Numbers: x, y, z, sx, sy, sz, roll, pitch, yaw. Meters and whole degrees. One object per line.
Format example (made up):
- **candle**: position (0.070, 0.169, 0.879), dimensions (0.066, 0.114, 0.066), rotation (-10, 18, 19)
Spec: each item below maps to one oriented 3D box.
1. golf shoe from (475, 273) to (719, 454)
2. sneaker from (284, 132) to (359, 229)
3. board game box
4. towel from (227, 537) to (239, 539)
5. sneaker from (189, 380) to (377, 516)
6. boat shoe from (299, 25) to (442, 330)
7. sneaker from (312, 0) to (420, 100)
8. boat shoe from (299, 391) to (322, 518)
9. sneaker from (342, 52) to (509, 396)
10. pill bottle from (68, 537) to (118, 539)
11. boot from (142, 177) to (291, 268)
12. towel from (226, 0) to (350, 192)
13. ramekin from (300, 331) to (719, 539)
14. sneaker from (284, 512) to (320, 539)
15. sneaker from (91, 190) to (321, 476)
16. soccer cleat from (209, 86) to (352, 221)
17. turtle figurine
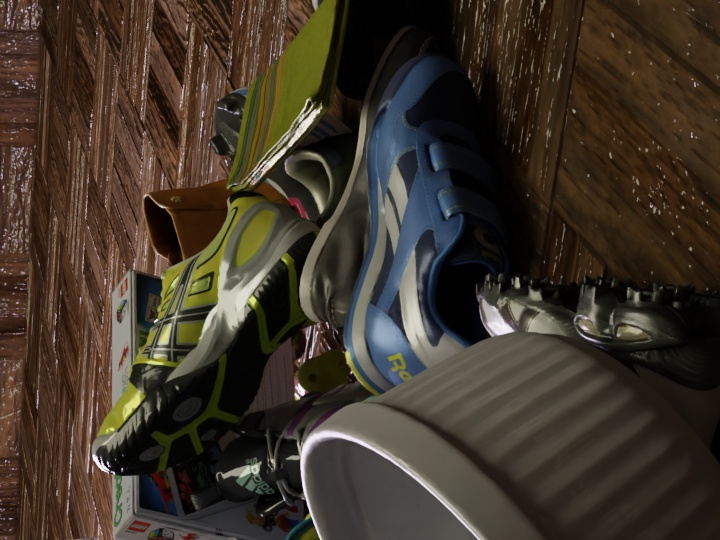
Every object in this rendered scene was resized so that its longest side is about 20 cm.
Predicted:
- **golf shoe**: position (0.103, 0.049, 0.883), dimensions (0.200, 0.078, 0.095), rotation (-165, 75, -75)
- **sneaker**: position (0.000, 0.000, 1.207), dimensions (0.067, 0.090, 0.200), rotation (110, 155, -57)
- **board game box**: position (-0.103, 0.099, 1.300), dimensions (0.035, 0.126, 0.200), rotation (-49, 34, 40)
- **towel**: position (0.005, 0.238, 1.063), dimensions (0.200, 0.023, 0.153), rotation (40, 166, 33)
- **sneaker**: position (-0.037, 0.122, 1.188), dimensions (0.200, 0.140, 0.078), rotation (-134, 28, -87)
- **boat shoe**: position (0.024, -0.053, 1.155), dimensions (0.067, 0.057, 0.200), rotation (52, -128, -56)
- **sneaker**: position (0.013, -0.169, 1.206), dimensions (0.200, 0.070, 0.100), rotation (106, 161, -68)
- **boat shoe**: position (-0.019, 0.161, 1.312), dimensions (0.200, 0.071, 0.064), rotation (-114, 33, -49)
- **sneaker**: position (0.048, -0.028, 1.082), dimensions (0.082, 0.074, 0.200), rotation (-11, 68, 45)
- **pill bottle**: position (-0.112, 0.224, 1.392), dimensions (0.112, 0.200, 0.112), rotation (177, 90, -71)
- **boot**: position (-0.088, -0.055, 1.422), dimensions (0.201, 0.144, 0.071), rotation (-114, 29, -55)
- **towel**: position (-0.047, -0.113, 1.233), dimensions (0.200, 0.018, 0.086), rotation (143, 137, -68)
- **ramekin**: position (0.077, 0.120, 0.802), dimensions (0.200, 0.105, 0.200), rotation (45, 156, 26)
- **sneaker**: position (0.016, 0.189, 1.087), dimensions (0.080, 0.130, 0.200), rotation (-121, 33, -59)
- **sneaker**: position (-0.097, 0.041, 1.186), dimensions (0.200, 0.075, 0.076), rotation (-49, 59, 7)
- **soccer cleat**: position (-0.022, -0.070, 1.347), dimensions (0.200, 0.086, 0.070), rotation (46, 136, 34)
- **turtle figurine**: position (-0.060, 0.079, 1.468), dimensions (0.161, 0.064, 0.200), rotation (117, 149, -58)
